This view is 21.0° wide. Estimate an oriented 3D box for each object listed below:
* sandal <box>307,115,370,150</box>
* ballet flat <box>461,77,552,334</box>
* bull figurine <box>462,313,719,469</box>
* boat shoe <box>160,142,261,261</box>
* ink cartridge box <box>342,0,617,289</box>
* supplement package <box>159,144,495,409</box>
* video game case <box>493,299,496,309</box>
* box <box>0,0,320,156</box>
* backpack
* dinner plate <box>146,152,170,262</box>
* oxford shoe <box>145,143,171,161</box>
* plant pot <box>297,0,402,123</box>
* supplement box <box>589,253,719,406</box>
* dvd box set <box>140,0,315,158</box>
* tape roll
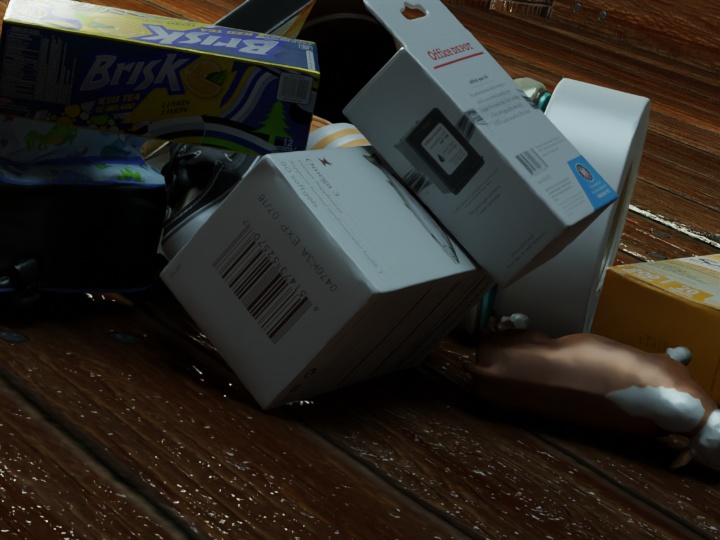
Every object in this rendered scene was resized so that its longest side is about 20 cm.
[{"bbox_3d":[0.016,-0.052,1.402,0.079,0.059,0.207,-11,55,-41],"label":"sandal"},{"bbox_3d":[0.089,-0.052,1.462,0.069,0.200,0.069,17,-9,3],"label":"ballet flat"},{"bbox_3d":[0.169,0.078,1.291,0.200,0.065,0.121,16,10,6],"label":"bull figurine"},{"bbox_3d":[-0.103,-0.065,1.316,0.066,0.070,0.200,50,25,-8],"label":"boat shoe"},{"bbox_3d":[0.069,-0.092,1.292,0.200,0.067,0.116,48,26,8],"label":"ink cartridge box"},{"bbox_3d":[-0.009,-0.002,1.259,0.117,0.117,0.200,50,26,15],"label":"supplement package"},{"bbox_3d":[0.126,-0.053,1.640,0.017,0.143,0.200,-12,5,20],"label":"video game case"},{"bbox_3d":[-0.128,-0.123,1.231,0.200,0.064,0.070,9,23,-8],"label":"box"},{"bbox_3d":[-0.247,-0.067,1.328,0.200,0.147,0.183,18,12,31],"label":"backpack"},{"bbox_3d":[-0.131,-0.056,1.453,0.200,0.024,0.200,-12,27,6],"label":"dinner plate"},{"bbox_3d":[-0.178,-0.088,1.612,0.073,0.084,0.200,20,12,35],"label":"oxford shoe"},{"bbox_3d":[-0.002,-0.112,1.606,0.200,0.200,0.198,22,-3,35],"label":"plant pot"},{"bbox_3d":[0.284,0.042,1.520,0.126,0.074,0.200,22,16,33],"label":"supplement box"},{"bbox_3d":[-0.107,-0.148,1.430,0.029,0.146,0.200,53,-11,0],"label":"dvd box set"},{"bbox_3d":[0.164,-0.043,1.492,0.071,0.203,0.202,16,14,10],"label":"tape roll"}]
